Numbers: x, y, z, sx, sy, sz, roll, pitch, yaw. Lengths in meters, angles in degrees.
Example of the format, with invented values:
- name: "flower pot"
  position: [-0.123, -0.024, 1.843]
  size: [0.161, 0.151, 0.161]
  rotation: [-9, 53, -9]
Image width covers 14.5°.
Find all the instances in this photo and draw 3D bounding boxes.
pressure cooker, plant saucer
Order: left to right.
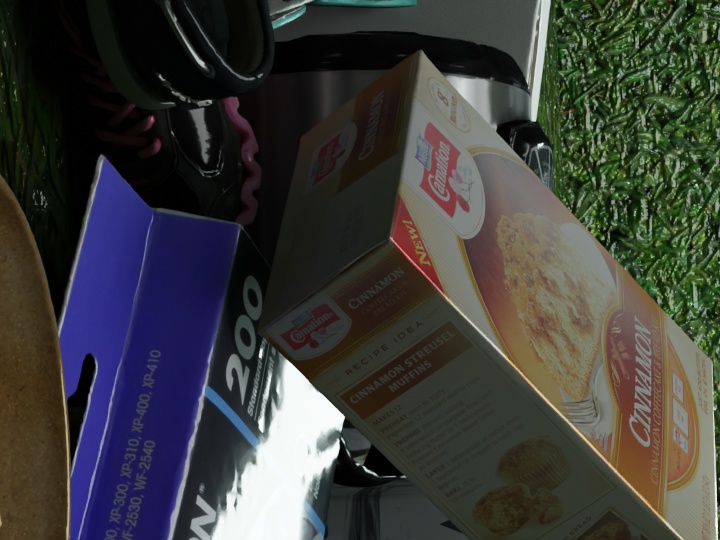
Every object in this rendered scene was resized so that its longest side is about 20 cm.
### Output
- name: "plant saucer"
  position: [-0.137, 0.065, 0.911]
  size: [0.200, 0.035, 0.201]
  rotation: [-3, 90, -80]
- name: "pressure cooker"
  position: [-0.002, 0.000, 1.317]
  size: [0.178, 0.175, 0.201]
  rotation: [-15, -106, 62]

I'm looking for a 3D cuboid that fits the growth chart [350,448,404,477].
- name: "growth chart"
  position: [0.071, 0.096, 1.429]
  size: [0.144, 0.199, 0.018]
  rotation: [8, 78, -44]

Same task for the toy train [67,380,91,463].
- name: "toy train"
  position: [-0.103, 0.140, 1.105]
  size: [0.046, 0.034, 0.201]
  rotation: [-44, 131, -64]

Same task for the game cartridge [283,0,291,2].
- name: "game cartridge"
  position: [-0.080, -0.202, 1.035]
  size: [0.200, 0.038, 0.130]
  rotation: [41, 31, -27]

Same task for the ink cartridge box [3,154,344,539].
- name: "ink cartridge box"
  position: [-0.067, 0.088, 1.093]
  size: [0.200, 0.043, 0.199]
  rotation: [53, 42, -55]

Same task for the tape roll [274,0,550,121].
- name: "tape roll"
  position: [0.025, -0.102, 1.510]
  size: [0.203, 0.138, 0.204]
  rotation: [8, 90, -85]

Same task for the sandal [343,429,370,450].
- name: "sandal"
  position: [-0.010, 0.152, 1.512]
  size: [0.059, 0.079, 0.207]
  rotation: [76, 13, -50]

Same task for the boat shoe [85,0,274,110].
- name: "boat shoe"
  position: [-0.082, -0.161, 1.088]
  size: [0.076, 0.060, 0.201]
  rotation: [-36, 113, -42]

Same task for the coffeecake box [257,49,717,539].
- name: "coffeecake box"
  position: [0.057, 0.031, 1.158]
  size: [0.200, 0.073, 0.154]
  rotation: [45, 26, -20]

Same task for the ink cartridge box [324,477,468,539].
- name: "ink cartridge box"
  position: [0.029, 0.177, 1.378]
  size: [0.083, 0.199, 0.147]
  rotation: [-4, 91, -77]

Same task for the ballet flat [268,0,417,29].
- name: "ballet flat"
  position: [-0.039, -0.149, 1.334]
  size: [0.200, 0.068, 0.069]
  rotation: [-20, 110, -56]

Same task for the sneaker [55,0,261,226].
- name: "sneaker"
  position: [-0.094, -0.086, 1.156]
  size: [0.095, 0.079, 0.201]
  rotation: [9, 77, -58]
